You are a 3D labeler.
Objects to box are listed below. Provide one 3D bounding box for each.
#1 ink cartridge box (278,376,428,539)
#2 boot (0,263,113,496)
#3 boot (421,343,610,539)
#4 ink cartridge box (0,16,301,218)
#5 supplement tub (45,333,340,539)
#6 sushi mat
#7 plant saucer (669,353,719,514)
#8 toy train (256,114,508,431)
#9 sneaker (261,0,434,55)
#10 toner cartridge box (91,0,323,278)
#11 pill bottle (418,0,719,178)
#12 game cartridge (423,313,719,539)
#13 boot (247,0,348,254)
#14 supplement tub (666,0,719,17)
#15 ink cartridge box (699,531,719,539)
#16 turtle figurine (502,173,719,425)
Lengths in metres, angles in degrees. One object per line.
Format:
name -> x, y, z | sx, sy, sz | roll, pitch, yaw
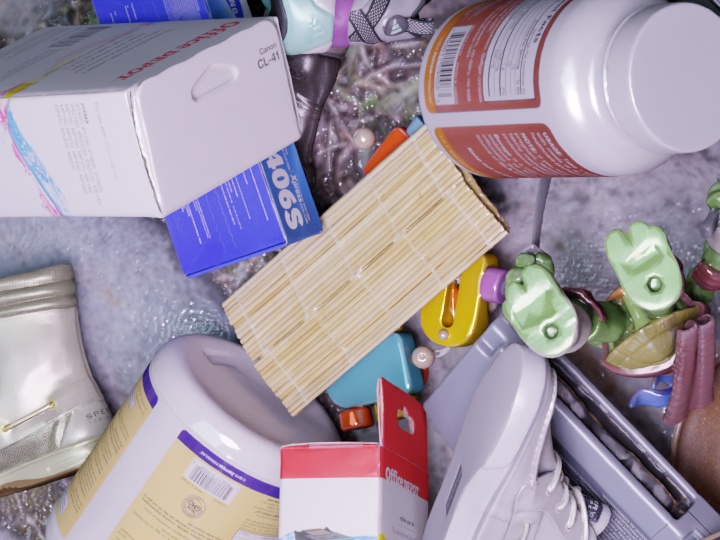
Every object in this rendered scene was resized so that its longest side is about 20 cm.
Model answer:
ink cartridge box -> -0.003, 0.173, 1.411 | 0.067, 0.116, 0.201 | -3, 76, 16
boot -> -0.274, 0.086, 1.642 | 0.199, 0.072, 0.155 | -17, 86, 21
boot -> 0.105, 0.126, 1.365 | 0.095, 0.074, 0.200 | 12, 133, -9
ink cartridge box -> -0.160, -0.094, 1.414 | 0.200, 0.148, 0.086 | 3, 115, 37
supplement tub -> -0.120, 0.159, 1.529 | 0.145, 0.145, 0.200 | 42, 109, 18
sushi mat -> 0.000, 0.000, 1.479 | 0.200, 0.012, 0.096 | -41, 70, 22
plant saucer -> 0.287, 0.125, 1.388 | 0.200, 0.037, 0.201 | 2, 94, 25
toy train -> 0.025, 0.007, 1.504 | 0.150, 0.056, 0.200 | 41, 109, 24
sneaker -> 0.001, -0.204, 1.486 | 0.139, 0.200, 0.078 | -1, 132, -12
toner cartridge box -> -0.101, -0.104, 1.492 | 0.095, 0.043, 0.201 | -17, 92, 37
pill bottle -> 0.131, -0.111, 1.364 | 0.200, 0.112, 0.113 | 4, 95, 58
game cartridge -> 0.131, 0.128, 1.422 | 0.200, 0.042, 0.133 | 46, 152, 6
boot -> -0.099, -0.108, 1.549 | 0.200, 0.069, 0.175 | 24, 107, 26
supplement tub -> 0.251, -0.170, 1.342 | 0.123, 0.122, 0.200 | -48, 72, 20
ink cartridge box -> 0.245, 0.248, 1.348 | 0.164, 0.075, 0.200 | -28, 111, 24
turtle figurine -> 0.150, -0.013, 1.349 | 0.143, 0.194, 0.201 | 10, 92, 18
